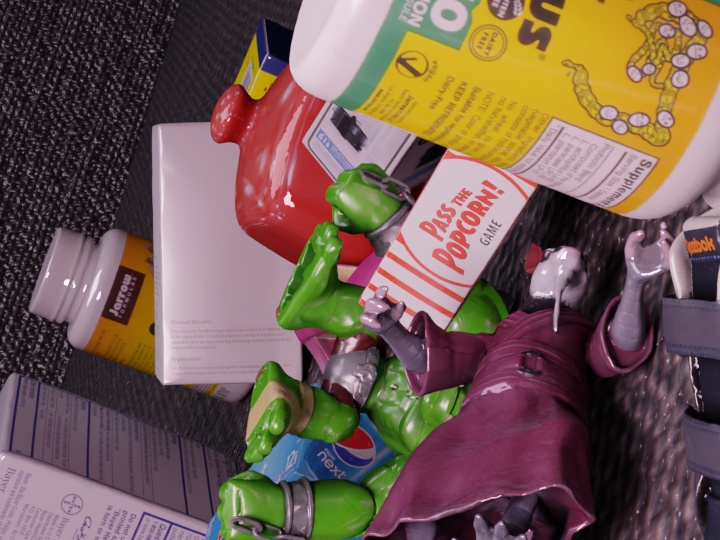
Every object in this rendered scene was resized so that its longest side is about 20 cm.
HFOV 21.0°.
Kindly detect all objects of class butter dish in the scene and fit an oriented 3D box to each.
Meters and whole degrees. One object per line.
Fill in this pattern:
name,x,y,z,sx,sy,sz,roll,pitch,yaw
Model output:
butter dish,-0.034,-0.087,1.372,0.200,0.148,0.200,171,118,-76

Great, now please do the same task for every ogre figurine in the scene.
ogre figurine,0.010,0.056,1.014,0.098,0.120,0.200,-41,32,57

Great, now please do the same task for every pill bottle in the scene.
pill bottle,-0.177,0.033,1.671,0.109,0.200,0.109,-160,90,-78
pill bottle,0.084,-0.086,0.728,0.113,0.200,0.113,-159,90,-78

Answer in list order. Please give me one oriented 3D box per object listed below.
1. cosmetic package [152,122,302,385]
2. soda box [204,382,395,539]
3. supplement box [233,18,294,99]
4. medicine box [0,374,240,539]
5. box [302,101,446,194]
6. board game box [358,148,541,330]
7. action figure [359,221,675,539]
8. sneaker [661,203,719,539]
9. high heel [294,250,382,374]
cosmetic package,-0.103,-0.014,1.490,0.081,0.113,0.201,-175,86,-80
soda box,-0.039,0.151,1.190,0.200,0.068,0.064,126,161,-52
supplement box,-0.067,-0.086,1.602,0.110,0.109,0.200,-101,34,-67
medicine box,-0.191,0.182,1.453,0.103,0.200,0.182,-65,13,11
box,0.057,-0.127,1.113,0.117,0.060,0.200,-29,-16,-37
board game box,0.081,-0.075,0.959,0.152,0.046,0.200,-60,-2,39
action figure,0.078,0.065,0.839,0.200,0.134,0.149,-64,-38,-45
sneaker,0.132,0.029,0.630,0.078,0.079,0.200,174,115,-76
high heel,0.000,0.000,1.216,0.200,0.067,0.096,111,140,-62
